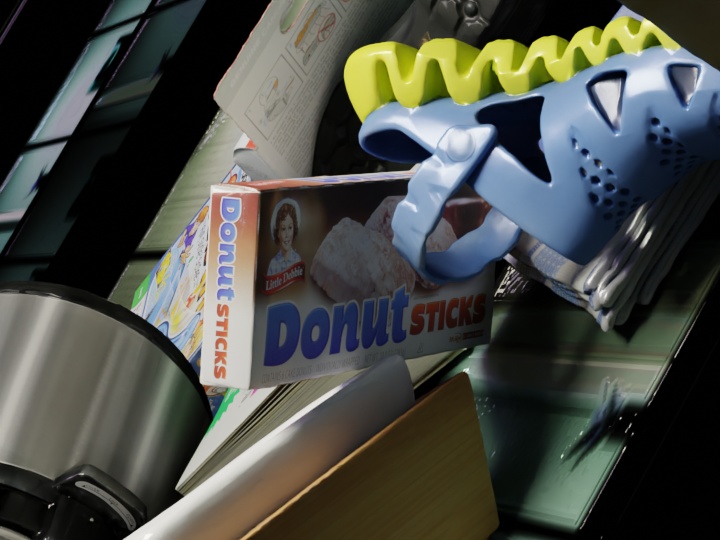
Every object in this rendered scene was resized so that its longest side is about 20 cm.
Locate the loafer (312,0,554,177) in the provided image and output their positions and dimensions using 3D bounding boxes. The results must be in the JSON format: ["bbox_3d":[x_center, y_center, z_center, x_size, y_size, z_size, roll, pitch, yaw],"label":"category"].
[{"bbox_3d":[0.043,-0.100,1.373,0.070,0.068,0.201,-17,-32,-50],"label":"loafer"}]

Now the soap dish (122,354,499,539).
[{"bbox_3d":[-0.049,0.122,1.075,0.157,0.081,0.200,-35,-1,-36],"label":"soap dish"}]

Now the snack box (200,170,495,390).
[{"bbox_3d":[0.000,0.000,1.081,0.200,0.024,0.072,-8,-77,-62],"label":"snack box"}]

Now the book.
[{"bbox_3d":[-0.002,0.021,1.304,0.200,0.048,0.134,-44,16,47],"label":"book"}]

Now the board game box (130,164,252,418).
[{"bbox_3d":[-0.089,0.028,1.571,0.135,0.034,0.200,-50,17,27],"label":"board game box"}]

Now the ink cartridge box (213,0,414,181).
[{"bbox_3d":[-0.015,-0.123,1.412,0.163,0.057,0.200,-59,-28,-7],"label":"ink cartridge box"}]

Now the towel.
[{"bbox_3d":[0.108,-0.056,1.130,0.147,0.024,0.200,-57,14,1],"label":"towel"}]

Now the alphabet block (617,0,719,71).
[{"bbox_3d":[0.184,-0.146,0.737,0.200,0.196,0.196,-29,34,61],"label":"alphabet block"}]

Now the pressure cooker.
[{"bbox_3d":[-0.168,0.125,1.366,0.200,0.178,0.176,-74,-13,-46],"label":"pressure cooker"}]

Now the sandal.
[{"bbox_3d":[0.082,-0.041,1.017,0.200,0.079,0.087,-6,74,38],"label":"sandal"}]
